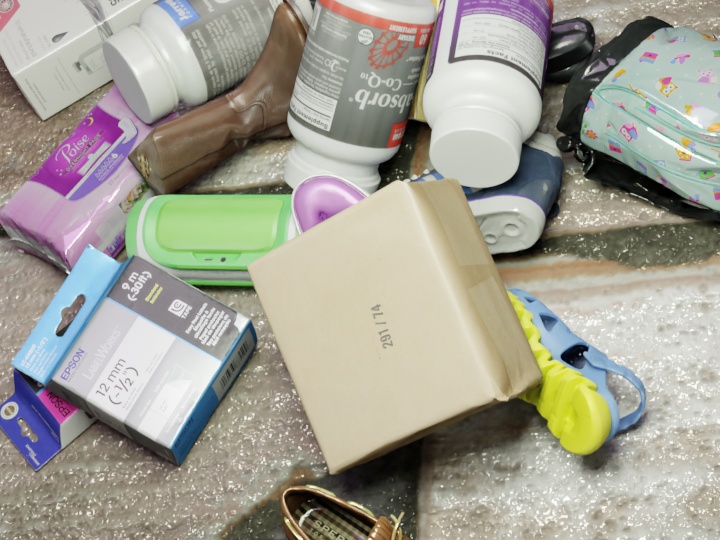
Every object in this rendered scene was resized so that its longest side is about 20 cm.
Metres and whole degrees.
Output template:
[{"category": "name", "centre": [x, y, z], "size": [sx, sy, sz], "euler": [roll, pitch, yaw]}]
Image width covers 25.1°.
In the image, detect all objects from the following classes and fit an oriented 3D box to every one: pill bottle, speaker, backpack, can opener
[{"category": "pill bottle", "centre": [-0.155, -0.238, 1.649], "size": [0.199, 0.114, 0.114], "euler": [-32, 51, -19]}, {"category": "speaker", "centre": [-0.126, -0.031, 1.581], "size": [0.198, 0.089, 0.089], "euler": [1, 57, 20]}, {"category": "pill bottle", "centre": [-0.005, -0.172, 1.544], "size": [0.115, 0.202, 0.116], "euler": [13, 21, -5]}, {"category": "pill bottle", "centre": [0.117, -0.181, 1.493], "size": [0.110, 0.112, 0.202], "euler": [-2, 54, 18]}, {"category": "backpack", "centre": [0.298, -0.140, 1.477], "size": [0.199, 0.127, 0.167], "euler": [35, 65, 28]}, {"category": "can opener", "centre": [0.143, -0.209, 1.625], "size": [0.198, 0.079, 0.064], "euler": [-14, 65, 21]}]

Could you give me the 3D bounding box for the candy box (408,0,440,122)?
[{"category": "candy box", "centre": [0.047, -0.256, 1.618], "size": [0.115, 0.055, 0.202], "euler": [16, 97, 40]}]

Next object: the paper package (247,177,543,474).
[{"category": "paper package", "centre": [0.028, 0.046, 1.380], "size": [0.190, 0.103, 0.202], "euler": [-27, 81, 29]}]

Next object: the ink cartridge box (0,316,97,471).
[{"category": "ink cartridge box", "centre": [-0.268, 0.095, 1.575], "size": [0.200, 0.037, 0.095], "euler": [-42, 54, -9]}]

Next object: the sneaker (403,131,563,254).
[{"category": "sneaker", "centre": [0.098, -0.084, 1.552], "size": [0.198, 0.081, 0.147], "euler": [-3, 44, 24]}]

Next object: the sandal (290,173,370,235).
[{"category": "sandal", "centre": [0.006, -0.004, 1.480], "size": [0.082, 0.050, 0.204], "euler": [-33, 83, 4]}]

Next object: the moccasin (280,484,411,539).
[{"category": "moccasin", "centre": [0.014, 0.238, 1.347], "size": [0.201, 0.078, 0.074], "euler": [34, 72, 34]}]

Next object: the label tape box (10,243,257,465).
[{"category": "label tape box", "centre": [-0.217, 0.069, 1.515], "size": [0.199, 0.066, 0.144], "euler": [29, 73, 12]}]

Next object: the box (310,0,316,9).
[{"category": "box", "centre": [-0.061, -0.336, 1.734], "size": [0.199, 0.159, 0.051], "euler": [32, 26, 34]}]

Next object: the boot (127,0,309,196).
[{"category": "boot", "centre": [-0.138, -0.165, 1.596], "size": [0.198, 0.187, 0.064], "euler": [-25, 56, -18]}]

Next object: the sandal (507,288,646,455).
[{"category": "sandal", "centre": [0.178, 0.086, 1.409], "size": [0.086, 0.080, 0.200], "euler": [-5, 38, -28]}]

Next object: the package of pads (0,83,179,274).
[{"category": "package of pads", "centre": [-0.270, -0.089, 1.676], "size": [0.120, 0.076, 0.201], "euler": [27, 69, 31]}]

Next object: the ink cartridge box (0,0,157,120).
[{"category": "ink cartridge box", "centre": [-0.313, -0.286, 1.824], "size": [0.199, 0.083, 0.147], "euler": [-31, 52, -4]}]
